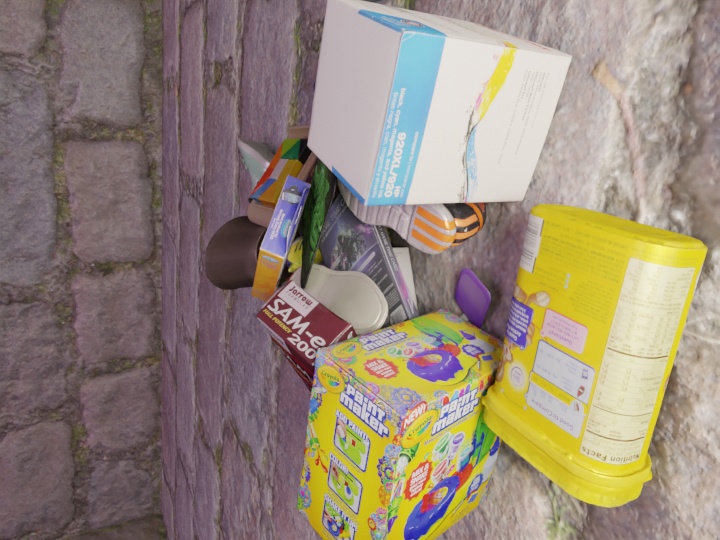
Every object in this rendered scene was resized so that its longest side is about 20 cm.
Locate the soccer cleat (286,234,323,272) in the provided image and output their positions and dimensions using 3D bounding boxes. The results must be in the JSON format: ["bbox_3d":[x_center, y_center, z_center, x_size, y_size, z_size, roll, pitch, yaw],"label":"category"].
[{"bbox_3d":[-0.086,-0.026,0.907,0.084,0.065,0.200,-49,10,-9],"label":"soccer cleat"}]

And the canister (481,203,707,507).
[{"bbox_3d":[0.186,0.060,0.454,0.148,0.084,0.207,32,119,56],"label":"canister"}]

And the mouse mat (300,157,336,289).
[{"bbox_3d":[-0.057,-0.096,0.718,0.203,0.007,0.164,-99,24,-51],"label":"mouse mat"}]

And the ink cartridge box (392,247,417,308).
[{"bbox_3d":[0.027,0.082,0.762,0.115,0.065,0.207,-23,72,59],"label":"ink cartridge box"}]

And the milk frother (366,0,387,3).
[{"bbox_3d":[-0.011,-0.475,0.653,0.179,0.195,0.195,-29,68,53],"label":"milk frother"}]

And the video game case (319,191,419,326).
[{"bbox_3d":[0.000,0.000,0.703,0.143,0.018,0.205,-47,57,51],"label":"video game case"}]

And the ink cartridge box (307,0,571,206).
[{"bbox_3d":[0.070,-0.162,0.530,0.148,0.194,0.149,49,135,47],"label":"ink cartridge box"}]

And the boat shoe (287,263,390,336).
[{"bbox_3d":[-0.022,0.044,0.677,0.197,0.060,0.075,14,66,51],"label":"boat shoe"}]

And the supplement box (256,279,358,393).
[{"bbox_3d":[-0.033,0.114,0.631,0.108,0.061,0.203,31,156,39],"label":"supplement box"}]

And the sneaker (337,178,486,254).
[{"bbox_3d":[0.061,-0.089,0.632,0.199,0.110,0.079,42,131,31],"label":"sneaker"}]

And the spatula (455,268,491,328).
[{"bbox_3d":[0.108,0.083,0.662,0.057,0.020,0.204,56,139,37],"label":"spatula"}]

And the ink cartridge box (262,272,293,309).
[{"bbox_3d":[-0.068,0.084,0.833,0.164,0.049,0.200,59,-166,-9],"label":"ink cartridge box"}]

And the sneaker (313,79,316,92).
[{"bbox_3d":[-0.014,-0.271,0.809,0.201,0.065,0.112,-32,66,62],"label":"sneaker"}]

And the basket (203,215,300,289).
[{"bbox_3d":[-0.209,-0.035,1.109,0.197,0.181,0.138,4,134,53],"label":"basket"}]

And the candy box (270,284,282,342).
[{"bbox_3d":[-0.116,0.100,1.037,0.198,0.055,0.121,18,109,61],"label":"candy box"}]

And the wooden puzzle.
[{"bbox_3d":[-0.143,-0.179,1.006,0.184,0.037,0.205,20,83,59],"label":"wooden puzzle"}]

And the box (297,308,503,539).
[{"bbox_3d":[0.051,0.170,0.570,0.121,0.196,0.199,27,118,41],"label":"box"}]

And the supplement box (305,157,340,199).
[{"bbox_3d":[0.001,-0.140,0.771,0.200,0.083,0.113,-49,52,51],"label":"supplement box"}]

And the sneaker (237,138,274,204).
[{"bbox_3d":[-0.234,-0.213,1.199,0.201,0.072,0.121,46,125,47],"label":"sneaker"}]

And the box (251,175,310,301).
[{"bbox_3d":[-0.117,-0.045,0.789,0.201,0.040,0.122,118,169,-63],"label":"box"}]
